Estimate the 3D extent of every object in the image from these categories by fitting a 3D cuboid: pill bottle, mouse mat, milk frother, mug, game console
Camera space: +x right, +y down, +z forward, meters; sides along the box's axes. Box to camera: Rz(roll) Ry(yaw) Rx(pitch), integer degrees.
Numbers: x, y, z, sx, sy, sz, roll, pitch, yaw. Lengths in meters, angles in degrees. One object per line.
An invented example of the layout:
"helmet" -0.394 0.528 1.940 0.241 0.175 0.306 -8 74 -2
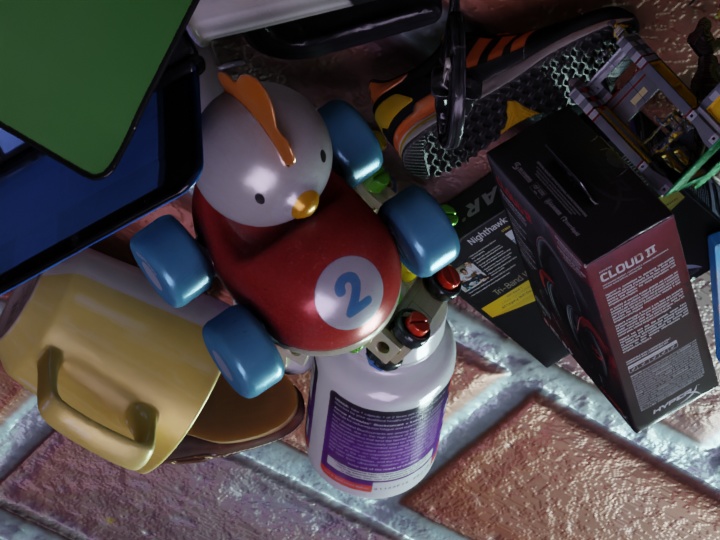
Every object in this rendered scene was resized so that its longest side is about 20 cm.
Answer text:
"pill bottle" 0.017 0.083 1.734 0.111 0.112 0.200 3 143 -4
"mouse mat" -0.177 -0.175 1.422 0.201 0.161 0.008 -63 152 5
"milk frother" -0.021 -0.174 1.438 0.187 0.201 0.181 -12 132 11
"mug" -0.193 0.057 1.692 0.153 0.186 0.150 31 84 -17
"game console" -0.209 -0.102 1.438 0.199 0.118 0.171 -27 101 19

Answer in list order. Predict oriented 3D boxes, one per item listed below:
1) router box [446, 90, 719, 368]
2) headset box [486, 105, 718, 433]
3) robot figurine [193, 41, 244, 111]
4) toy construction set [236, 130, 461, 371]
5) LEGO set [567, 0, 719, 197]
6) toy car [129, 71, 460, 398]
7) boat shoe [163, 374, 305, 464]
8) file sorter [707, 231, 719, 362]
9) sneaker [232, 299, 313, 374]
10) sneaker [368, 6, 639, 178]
"router box" 0.169 -0.027 1.687 0.200 0.052 0.157 -33 126 27
"headset box" 0.169 -0.008 1.555 0.075 0.149 0.200 -29 134 -7
"robot figurine" -0.175 -0.110 1.558 0.200 0.113 0.169 -36 140 29
"toy construction set" 0.000 0.000 1.600 0.131 0.200 0.092 42 145 -5
"LEGO set" 0.236 -0.149 1.523 0.116 0.154 0.200 48 124 11
"toy car" -0.052 -0.051 1.465 0.184 0.177 0.200 -34 153 -13
"boat shoe" -0.132 0.122 1.815 0.199 0.071 0.070 -5 153 23
"file sorter" 0.380 0.026 1.657 0.199 0.123 0.139 -20 136 -7
"sneaker" -0.068 0.035 1.703 0.072 0.115 0.201 -8 135 4
"sneaker" 0.098 -0.149 1.560 0.199 0.090 0.070 -29 147 -8
